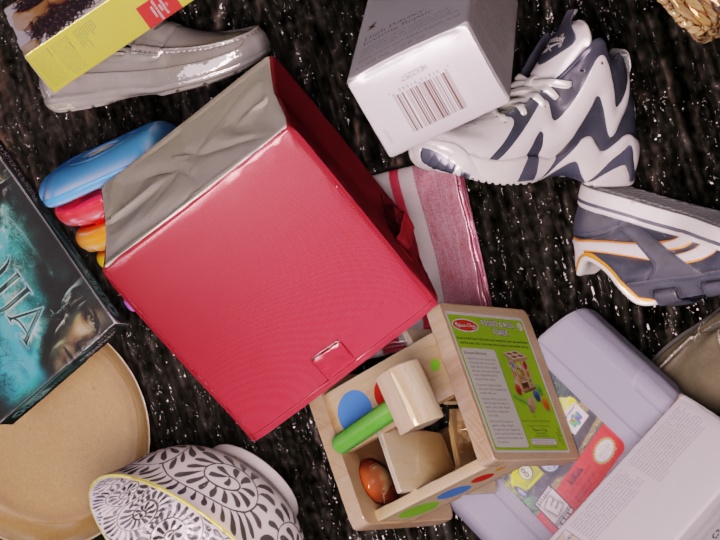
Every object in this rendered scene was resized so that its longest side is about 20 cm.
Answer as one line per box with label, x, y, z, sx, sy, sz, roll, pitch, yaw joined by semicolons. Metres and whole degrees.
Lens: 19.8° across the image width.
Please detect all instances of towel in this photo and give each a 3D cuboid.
towel;0.000;0.000;1.649;0.199;0.023;0.145;-13;92;16

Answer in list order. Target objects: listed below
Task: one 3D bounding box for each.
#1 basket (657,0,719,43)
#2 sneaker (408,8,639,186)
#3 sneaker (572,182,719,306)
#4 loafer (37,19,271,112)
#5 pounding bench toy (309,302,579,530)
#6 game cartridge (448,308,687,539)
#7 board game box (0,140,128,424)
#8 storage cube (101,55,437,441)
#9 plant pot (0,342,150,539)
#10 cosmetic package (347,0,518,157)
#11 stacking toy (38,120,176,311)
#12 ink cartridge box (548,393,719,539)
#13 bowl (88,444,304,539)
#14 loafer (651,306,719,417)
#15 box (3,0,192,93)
basket;0.240;-0.284;1.491;0.149;0.143;0.200;-40;86;16
sneaker;0.126;-0.131;1.528;0.198;0.079;0.130;1;98;-25
sneaker;0.250;-0.008;1.546;0.199;0.078;0.080;18;104;34
loafer;-0.170;-0.175;1.649;0.199;0.070;0.070;-9;102;16
pounding bench toy;0.033;0.114;1.536;0.156;0.200;0.125;-30;70;30
game cartridge;0.151;0.136;1.592;0.133;0.041;0.200;45;112;34
board game box;-0.298;0.007;1.703;0.135;0.028;0.200;-40;75;12
storage cube;-0.074;-0.018;1.529;0.200;0.171;0.180;-36;113;9
plant pot;-0.266;0.133;1.731;0.199;0.027;0.201;2;97;14
cosmetic package;0.056;-0.170;1.517;0.101;0.200;0.074;-24;114;16
stacking toy;-0.166;-0.009;1.662;0.109;0.116;0.201;-23;104;11
ink cartridge box;0.221;0.226;1.526;0.200;0.176;0.084;-45;49;-16
bowl;-0.112;0.202;1.647;0.200;0.094;0.201;27;147;20
loafer;0.272;0.069;1.561;0.075;0.070;0.200;42;104;7
box;-0.179;-0.226;1.616;0.200;0.050;0.075;-34;45;1
